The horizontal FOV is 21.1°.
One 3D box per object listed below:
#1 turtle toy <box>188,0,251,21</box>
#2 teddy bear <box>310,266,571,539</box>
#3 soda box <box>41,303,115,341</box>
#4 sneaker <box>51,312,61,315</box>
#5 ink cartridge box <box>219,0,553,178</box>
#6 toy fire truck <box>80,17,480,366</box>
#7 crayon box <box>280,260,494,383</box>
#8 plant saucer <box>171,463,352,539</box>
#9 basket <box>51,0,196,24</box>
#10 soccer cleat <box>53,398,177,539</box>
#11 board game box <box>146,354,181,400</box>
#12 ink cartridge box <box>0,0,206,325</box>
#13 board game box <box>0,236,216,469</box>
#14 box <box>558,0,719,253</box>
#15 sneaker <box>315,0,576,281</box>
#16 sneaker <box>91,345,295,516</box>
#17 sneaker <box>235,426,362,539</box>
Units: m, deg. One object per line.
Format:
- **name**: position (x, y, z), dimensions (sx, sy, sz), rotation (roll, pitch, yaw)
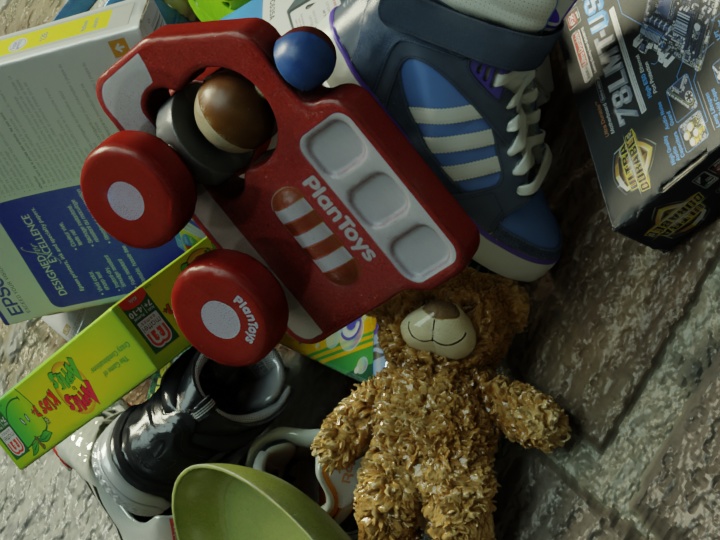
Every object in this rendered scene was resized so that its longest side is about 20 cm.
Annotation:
- **turtle toy**: position (-0.067, -0.197, 1.354), dimensions (0.101, 0.146, 0.200), rotation (-29, 36, -12)
- **teddy bear**: position (0.040, 0.093, 1.074), dimensions (0.145, 0.067, 0.201), rotation (21, 90, 33)
- **soda box**: position (-0.165, -0.034, 1.451), dimensions (0.068, 0.064, 0.201), rotation (30, 98, 55)
- **sneaker**: position (-0.194, -0.003, 1.351), dimensions (0.200, 0.079, 0.074), rotation (-17, 100, 38)
- **ink cartridge box**: position (0.007, -0.129, 1.189), dimensions (0.200, 0.086, 0.147), rotation (-29, 40, 24)
- **toy fire truck**: position (-0.046, -0.055, 1.058), dimensions (0.168, 0.200, 0.112), rotation (-31, 10, 40)
- **crayon box**: position (0.000, 0.000, 1.218), dimensions (0.200, 0.051, 0.126), rotation (20, 89, 56)
- **plant saucer**: position (-0.033, 0.188, 1.090), dimensions (0.031, 0.201, 0.200), rotation (-33, 22, -28)
- **basket**: position (-0.190, -0.219, 1.484), dimensions (0.200, 0.139, 0.176), rotation (-48, 5, 6)
- **soccer cleat**: position (-0.163, 0.127, 1.319), dimensions (0.200, 0.068, 0.085), rotation (53, 153, 38)
- **board game box**: position (-0.101, 0.023, 1.369), dimensions (0.105, 0.023, 0.201), rotation (0, 72, 53)
- **ink cartridge box**: position (-0.183, -0.064, 1.234), dimensions (0.199, 0.198, 0.047), rotation (-10, 39, 21)
- **board game box**: position (-0.155, 0.053, 1.227), dimensions (0.102, 0.048, 0.200), rotation (-39, 3, -41)
- **box**: position (0.194, -0.144, 1.030), dimensions (0.198, 0.050, 0.201), rotation (-43, 42, 35)
- **sneaker**: position (0.083, -0.100, 1.052), dimensions (0.146, 0.200, 0.081), rotation (-34, 15, 29)
- **sneaker**: position (-0.080, 0.076, 1.208), dimensions (0.114, 0.076, 0.200), rotation (-40, 1, 30)
- **sneaker**: position (-0.053, 0.145, 1.192), dimensions (0.200, 0.079, 0.079), rotation (-36, 48, 41)
